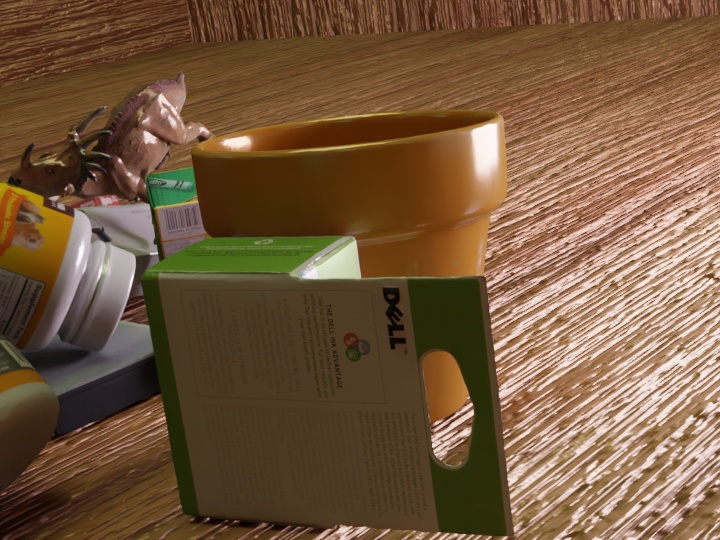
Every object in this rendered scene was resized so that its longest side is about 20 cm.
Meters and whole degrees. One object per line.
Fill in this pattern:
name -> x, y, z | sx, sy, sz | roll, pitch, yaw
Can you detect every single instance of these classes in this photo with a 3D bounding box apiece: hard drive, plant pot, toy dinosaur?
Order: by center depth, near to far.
plant pot -> 0.000, 0.000, 0.824 | 0.198, 0.185, 0.200 | -5, 12, 1
hard drive -> -0.238, 0.072, 0.981 | 0.199, 0.033, 0.139 | 6, 22, 42
toy dinosaur -> -0.202, -0.118, 1.120 | 0.085, 0.136, 0.201 | 13, 62, 36

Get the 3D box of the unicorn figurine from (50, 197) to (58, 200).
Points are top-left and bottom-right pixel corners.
unicorn figurine -> -0.443, -0.100, 1.635 | 0.199, 0.074, 0.138 | -21, 24, 8

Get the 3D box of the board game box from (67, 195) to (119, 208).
board game box -> -0.351, -0.035, 1.319 | 0.199, 0.020, 0.103 | -23, 6, -1

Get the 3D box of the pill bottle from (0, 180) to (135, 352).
pill bottle -> -0.267, -0.010, 0.909 | 0.199, 0.110, 0.109 | 21, 6, -20

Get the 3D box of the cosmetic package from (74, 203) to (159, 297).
cosmetic package -> -0.233, -0.016, 1.128 | 0.082, 0.051, 0.199 | 41, 28, 26

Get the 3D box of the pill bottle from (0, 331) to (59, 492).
pill bottle -> -0.283, 0.048, 0.763 | 0.200, 0.117, 0.116 | 44, 36, 13

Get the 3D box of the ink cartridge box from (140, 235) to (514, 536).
ink cartridge box -> -0.008, 0.061, 0.697 | 0.199, 0.149, 0.076 | 0, 17, 24

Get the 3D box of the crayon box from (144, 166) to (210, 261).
crayon box -> -0.077, -0.036, 1.102 | 0.198, 0.119, 0.058 | -11, 37, -10
